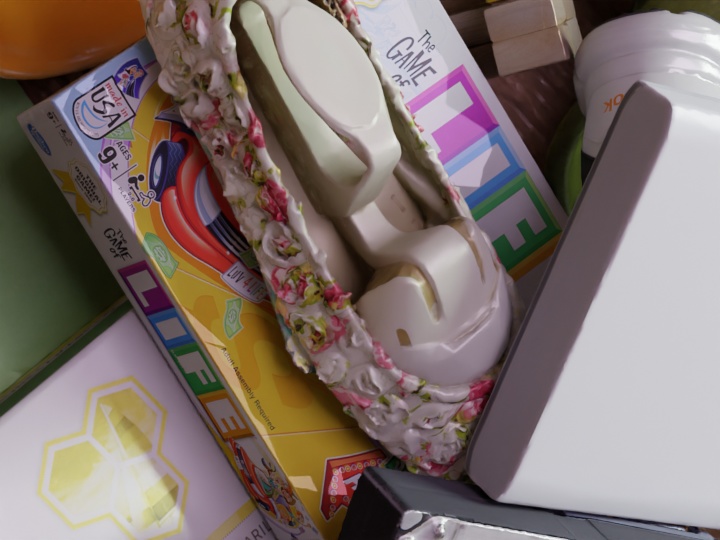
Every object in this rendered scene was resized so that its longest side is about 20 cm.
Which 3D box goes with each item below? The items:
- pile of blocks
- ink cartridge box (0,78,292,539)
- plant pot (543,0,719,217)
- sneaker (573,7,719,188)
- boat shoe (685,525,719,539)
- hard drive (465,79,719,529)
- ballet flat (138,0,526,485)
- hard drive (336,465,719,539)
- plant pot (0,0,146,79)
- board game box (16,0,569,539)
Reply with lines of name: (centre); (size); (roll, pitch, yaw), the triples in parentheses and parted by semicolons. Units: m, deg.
pile of blocks: (0.033, -0.139, 1.005); (0.201, 0.062, 0.082); (-91, 161, -45)
ink cartridge box: (-0.103, 0.037, 0.919); (0.145, 0.048, 0.201); (-40, 102, -32)
plant pot: (0.175, -0.095, 1.060); (0.199, 0.200, 0.191); (28, 51, -23)
sneaker: (0.114, 0.004, 0.982); (0.200, 0.073, 0.080); (54, 34, -47)
boat shoe: (0.082, 0.049, 1.024); (0.065, 0.072, 0.200); (-42, 103, 5)
hard drive: (0.137, 0.021, 0.922); (0.199, 0.027, 0.133); (10, 110, -38)
ballet flat: (0.000, -0.018, 0.881); (0.076, 0.064, 0.201); (-38, 100, -24)
hard drive: (0.032, 0.167, 0.913); (0.139, 0.038, 0.201); (13, 104, -29)
plant pot: (-0.084, -0.192, 0.914); (0.200, 0.200, 0.184); (-26, 77, -34)
board game box: (0.000, 0.000, 0.934); (0.134, 0.034, 0.201); (-36, 99, -26)
